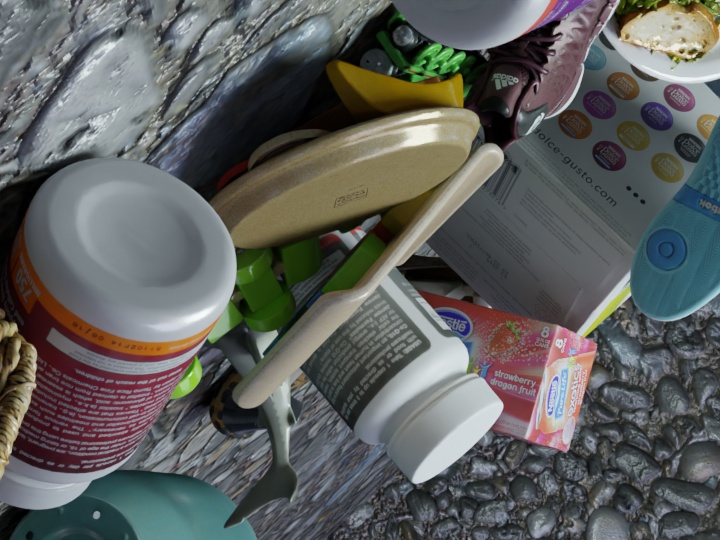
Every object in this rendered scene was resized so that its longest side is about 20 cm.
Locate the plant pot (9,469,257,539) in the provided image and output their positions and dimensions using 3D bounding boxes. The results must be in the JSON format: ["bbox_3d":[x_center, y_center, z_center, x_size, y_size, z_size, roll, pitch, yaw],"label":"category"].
[{"bbox_3d":[-0.196,0.252,1.210,0.201,0.201,0.161,-44,157,1],"label":"plant pot"}]

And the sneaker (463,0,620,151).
[{"bbox_3d":[0.122,-0.159,1.018,0.116,0.075,0.201,-50,158,-40],"label":"sneaker"}]

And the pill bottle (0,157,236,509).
[{"bbox_3d":[-0.153,0.043,0.817,0.113,0.113,0.200,-31,162,-47],"label":"pill bottle"}]

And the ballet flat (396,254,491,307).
[{"bbox_3d":[0.099,0.021,1.418,0.067,0.199,0.069,-50,137,-66],"label":"ballet flat"}]

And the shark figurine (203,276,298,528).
[{"bbox_3d":[-0.097,0.079,1.154,0.089,0.216,0.128,-6,-153,16],"label":"shark figurine"}]

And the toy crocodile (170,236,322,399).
[{"bbox_3d":[-0.109,0.025,1.019,0.199,0.062,0.068,-35,135,-10],"label":"toy crocodile"}]

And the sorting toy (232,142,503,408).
[{"bbox_3d":[0.000,0.000,1.059,0.200,0.036,0.185,-44,178,-38],"label":"sorting toy"}]

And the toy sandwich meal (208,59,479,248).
[{"bbox_3d":[-0.014,-0.078,0.940,0.204,0.071,0.205,-20,170,-4],"label":"toy sandwich meal"}]

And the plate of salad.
[{"bbox_3d":[0.248,-0.233,1.070,0.200,0.200,0.048,-42,-155,-8],"label":"plate of salad"}]

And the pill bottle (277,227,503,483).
[{"bbox_3d":[0.014,0.066,1.209,0.114,0.200,0.114,-36,161,-15],"label":"pill bottle"}]

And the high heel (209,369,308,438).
[{"bbox_3d":[-0.064,0.065,1.380,0.142,0.071,0.201,-12,-141,56],"label":"high heel"}]

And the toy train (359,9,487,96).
[{"bbox_3d":[0.047,-0.142,1.034,0.056,0.042,0.200,-37,171,17],"label":"toy train"}]

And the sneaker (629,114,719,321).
[{"bbox_3d":[0.291,-0.050,1.188,0.201,0.079,0.130,-59,162,16],"label":"sneaker"}]

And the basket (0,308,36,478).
[{"bbox_3d":[-0.223,0.109,0.725,0.143,0.149,0.200,-26,158,-55],"label":"basket"}]

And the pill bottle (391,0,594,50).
[{"bbox_3d":[0.102,-0.200,0.843,0.200,0.112,0.113,-32,163,-47],"label":"pill bottle"}]

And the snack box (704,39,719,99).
[{"bbox_3d":[0.306,-0.258,1.177,0.200,0.169,0.068,-41,173,-11],"label":"snack box"}]

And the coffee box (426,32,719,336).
[{"bbox_3d":[0.194,-0.080,1.333,0.197,0.200,0.200,-37,165,-31],"label":"coffee box"}]

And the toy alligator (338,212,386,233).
[{"bbox_3d":[0.048,-0.098,1.159,0.200,0.059,0.054,-41,-152,-15],"label":"toy alligator"}]

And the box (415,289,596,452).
[{"bbox_3d":[0.089,0.080,1.294,0.095,0.199,0.100,25,81,-57],"label":"box"}]
